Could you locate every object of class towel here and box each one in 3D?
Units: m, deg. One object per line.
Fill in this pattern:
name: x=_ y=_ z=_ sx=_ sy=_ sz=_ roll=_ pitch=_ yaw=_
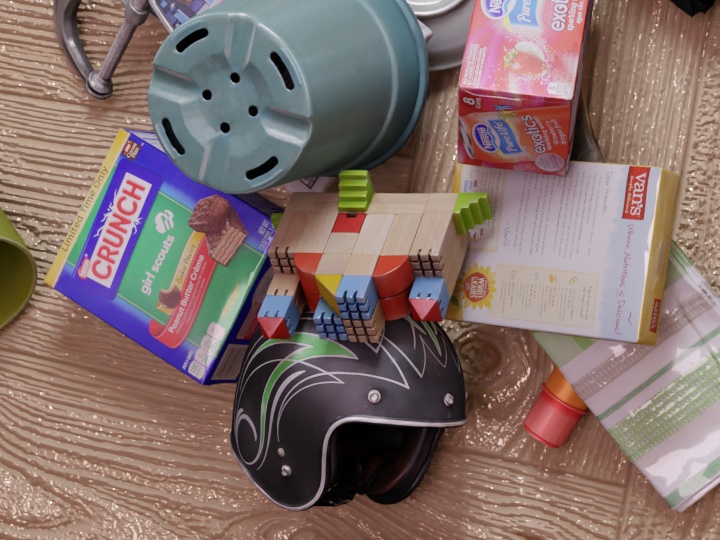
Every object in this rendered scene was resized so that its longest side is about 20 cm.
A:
towel: x=0.258 y=0.086 z=1.641 sx=0.149 sy=0.031 sz=0.200 roll=-40 pitch=92 yaw=13

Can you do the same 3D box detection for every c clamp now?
c clamp: x=-0.239 y=-0.230 z=1.857 sx=0.171 sy=0.027 sz=0.200 roll=63 pitch=147 yaw=10

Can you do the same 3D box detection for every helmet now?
helmet: x=-0.008 y=0.105 z=1.705 sx=0.200 sy=0.200 sz=0.191 roll=38 pitch=112 yaw=20

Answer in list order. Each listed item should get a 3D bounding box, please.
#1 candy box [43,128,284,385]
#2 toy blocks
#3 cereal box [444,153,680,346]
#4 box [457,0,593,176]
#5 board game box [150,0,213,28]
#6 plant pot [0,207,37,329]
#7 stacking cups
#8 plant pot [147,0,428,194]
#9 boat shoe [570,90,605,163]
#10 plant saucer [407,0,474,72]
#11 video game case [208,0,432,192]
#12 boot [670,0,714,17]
candy box: x=-0.171 y=-0.014 z=1.842 sx=0.199 sy=0.077 sz=0.170 roll=31 pitch=99 yaw=23
toy blocks: x=0.000 y=0.000 z=1.620 sx=0.199 sy=0.100 sz=0.137 roll=1 pitch=44 yaw=20
cereal box: x=0.161 y=-0.019 z=1.632 sx=0.199 sy=0.039 sz=0.145 roll=7 pitch=87 yaw=35
box: x=0.139 y=-0.188 z=1.627 sx=0.095 sy=0.100 sz=0.201 roll=8 pitch=55 yaw=7
board game box: x=-0.097 y=-0.262 z=1.833 sx=0.200 sy=0.062 sz=0.200 roll=-43 pitch=74 yaw=13
plant pot: x=-0.435 y=-0.047 z=1.919 sx=0.187 sy=0.187 sz=0.201 roll=-38 pitch=58 yaw=16
stacking cups: x=0.203 y=0.058 z=1.690 sx=0.060 sy=0.060 sz=0.200 roll=38 pitch=104 yaw=21
plant pot: x=-0.070 y=-0.157 z=1.650 sx=0.199 sy=0.196 sz=0.201 roll=7 pitch=107 yaw=23
boat shoe: x=0.181 y=-0.084 z=1.700 sx=0.072 sy=0.068 sz=0.201 roll=-12 pitch=79 yaw=15
plant saucer: x=0.056 y=-0.277 z=1.742 sx=0.199 sy=0.050 sz=0.201 roll=0 pitch=95 yaw=5
video game case: x=-0.059 y=-0.189 z=1.758 sx=0.182 sy=0.024 sz=0.200 roll=40 pitch=116 yaw=8
boot: x=0.242 y=-0.308 z=1.621 sx=0.168 sy=0.200 sz=0.076 roll=34 pitch=68 yaw=15
